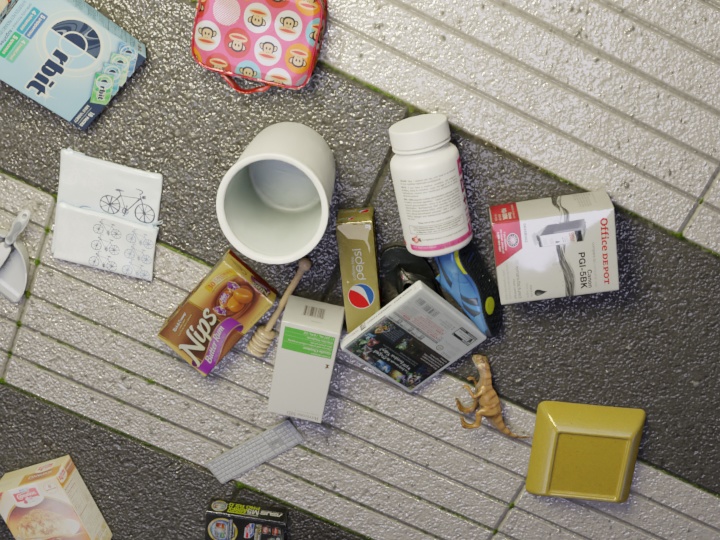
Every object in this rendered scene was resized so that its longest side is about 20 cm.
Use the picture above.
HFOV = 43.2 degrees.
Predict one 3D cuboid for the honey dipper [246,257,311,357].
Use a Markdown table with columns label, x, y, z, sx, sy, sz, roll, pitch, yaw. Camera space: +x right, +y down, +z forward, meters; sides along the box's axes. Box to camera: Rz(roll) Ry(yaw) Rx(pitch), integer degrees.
| label | x | y | z | sx | sy | sz | roll | pitch | yaw |
| --- | --- | --- | --- | --- | --- | --- | --- | --- | --- |
| honey dipper | -0.138 | 0.064 | 1.590 | 0.037 | 0.038 | 0.202 | 29 | 111 | -8 |

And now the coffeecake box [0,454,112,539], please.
| label | x | y | z | sx | sy | sz | roll | pitch | yaw |
| --- | --- | --- | --- | --- | --- | --- | --- | --- | --- |
| coffeecake box | -0.604 | 0.481 | 1.786 | 0.150 | 0.073 | 0.203 | -17 | 110 | 12 |

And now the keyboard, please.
| label | x | y | z | sx | sy | sz | roll | pitch | yaw |
| --- | --- | --- | --- | --- | --- | --- | --- | --- | --- |
| keyboard | -0.202 | 0.345 | 1.730 | 0.198 | 0.011 | 0.057 | -30 | 108 | 16 |

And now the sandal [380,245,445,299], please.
| label | x | y | z | sx | sy | sz | roll | pitch | yaw |
| --- | --- | --- | --- | --- | --- | --- | --- | --- | --- |
| sandal | 0.105 | 0.041 | 1.553 | 0.075 | 0.048 | 0.202 | -31 | 109 | 17 |

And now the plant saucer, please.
| label | x | y | z | sx | sy | sz | roll | pitch | yaw |
| --- | --- | --- | --- | --- | --- | --- | --- | --- | --- |
| plant saucer | 0.412 | 0.344 | 1.661 | 0.195 | 0.049 | 0.204 | 5 | 114 | 3 |

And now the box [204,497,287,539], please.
| label | x | y | z | sx | sy | sz | roll | pitch | yaw |
| --- | --- | --- | --- | --- | --- | --- | --- | --- | --- |
| box | -0.231 | 0.556 | 1.804 | 0.156 | 0.044 | 0.204 | 8 | 114 | 0 |

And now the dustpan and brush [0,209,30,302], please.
| label | x | y | z | sx | sy | sz | roll | pitch | yaw |
| --- | --- | --- | --- | --- | --- | --- | --- | --- | --- |
| dustpan and brush | -0.613 | -0.039 | 1.568 | 0.139 | 0.057 | 0.200 | 38 | 111 | -12 |

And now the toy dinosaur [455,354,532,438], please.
| label | x | y | z | sx | sy | sz | roll | pitch | yaw |
| --- | --- | --- | --- | --- | --- | --- | --- | --- | --- |
| toy dinosaur | 0.230 | 0.250 | 1.628 | 0.104 | 0.061 | 0.203 | -20 | 111 | 11 |

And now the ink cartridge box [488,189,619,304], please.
| label | x | y | z | sx | sy | sz | roll | pitch | yaw |
| --- | --- | --- | --- | --- | --- | --- | --- | --- | --- |
| ink cartridge box | 0.316 | -0.037 | 1.484 | 0.195 | 0.083 | 0.150 | -8 | 112 | 8 |

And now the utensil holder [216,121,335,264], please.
| label | x | y | z | sx | sy | sz | roll | pitch | yaw |
| --- | --- | --- | --- | --- | --- | --- | --- | --- | --- |
| utensil holder | -0.122 | -0.129 | 1.415 | 0.166 | 0.201 | 0.174 | 2 | 115 | 4 |

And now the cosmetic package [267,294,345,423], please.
| label | x | y | z | sx | sy | sz | roll | pitch | yaw |
| --- | --- | --- | --- | --- | --- | --- | --- | --- | --- |
| cosmetic package | -0.095 | 0.155 | 1.584 | 0.105 | 0.085 | 0.203 | 11 | 121 | 0 |

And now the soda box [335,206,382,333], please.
| label | x | y | z | sx | sy | sz | roll | pitch | yaw |
| --- | --- | --- | --- | --- | --- | --- | --- | --- | --- |
| soda box | 0.000 | 0.000 | 1.533 | 0.062 | 0.068 | 0.204 | -4 | 113 | 5 |

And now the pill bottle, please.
| label | x | y | z | sx | sy | sz | roll | pitch | yaw |
| --- | --- | --- | --- | --- | --- | --- | --- | --- | --- |
| pill bottle | 0.109 | -0.136 | 1.442 | 0.111 | 0.114 | 0.204 | -10 | 113 | 8 |

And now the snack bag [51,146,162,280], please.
| label | x | y | z | sx | sy | sz | roll | pitch | yaw |
| --- | --- | --- | --- | --- | --- | --- | --- | --- | --- |
| snack bag | -0.431 | -0.093 | 1.553 | 0.184 | 0.021 | 0.204 | 15 | 114 | -1 |

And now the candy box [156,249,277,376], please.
| label | x | y | z | sx | sy | sz | roll | pitch | yaw |
| --- | --- | --- | --- | --- | --- | --- | --- | --- | --- |
| candy box | -0.251 | 0.076 | 1.593 | 0.116 | 0.057 | 0.200 | 41 | 109 | -13 |

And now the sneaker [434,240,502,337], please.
| label | x | y | z | sx | sy | sz | roll | pitch | yaw |
| --- | --- | --- | --- | --- | --- | --- | --- | --- | --- |
| sneaker | 0.179 | 0.028 | 1.544 | 0.077 | 0.066 | 0.202 | -3 | 127 | 40 |

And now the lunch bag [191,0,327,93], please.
| label | x | y | z | sx | sy | sz | roll | pitch | yaw |
| --- | --- | --- | --- | --- | --- | --- | --- | --- | --- |
| lunch bag | -0.156 | -0.356 | 1.384 | 0.196 | 0.082 | 0.179 | 15 | 114 | -3 |

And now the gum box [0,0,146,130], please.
| label | x | y | z | sx | sy | sz | roll | pitch | yaw |
| --- | --- | --- | --- | --- | --- | --- | --- | --- | --- |
| gum box | -0.458 | -0.333 | 1.392 | 0.169 | 0.045 | 0.199 | -41 | 130 | 21 |

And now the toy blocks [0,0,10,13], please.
| label | x | y | z | sx | sy | sz | roll | pitch | yaw |
| --- | --- | --- | --- | --- | --- | --- | --- | --- | --- |
| toy blocks | -0.503 | -0.407 | 1.393 | 0.196 | 0.101 | 0.139 | -14 | 125 | 0 |

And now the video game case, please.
| label | x | y | z | sx | sy | sz | roll | pitch | yaw |
| --- | --- | --- | --- | --- | --- | --- | --- | --- | --- |
| video game case | 0.092 | 0.118 | 1.554 | 0.181 | 0.024 | 0.199 | -38 | 132 | 20 |
